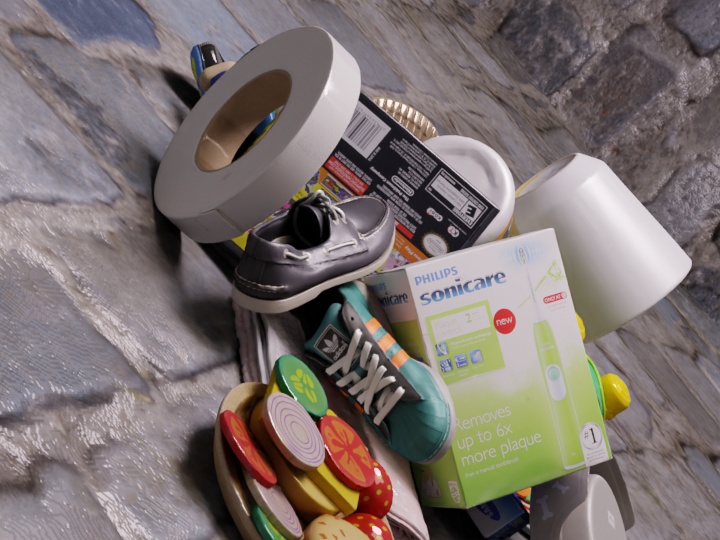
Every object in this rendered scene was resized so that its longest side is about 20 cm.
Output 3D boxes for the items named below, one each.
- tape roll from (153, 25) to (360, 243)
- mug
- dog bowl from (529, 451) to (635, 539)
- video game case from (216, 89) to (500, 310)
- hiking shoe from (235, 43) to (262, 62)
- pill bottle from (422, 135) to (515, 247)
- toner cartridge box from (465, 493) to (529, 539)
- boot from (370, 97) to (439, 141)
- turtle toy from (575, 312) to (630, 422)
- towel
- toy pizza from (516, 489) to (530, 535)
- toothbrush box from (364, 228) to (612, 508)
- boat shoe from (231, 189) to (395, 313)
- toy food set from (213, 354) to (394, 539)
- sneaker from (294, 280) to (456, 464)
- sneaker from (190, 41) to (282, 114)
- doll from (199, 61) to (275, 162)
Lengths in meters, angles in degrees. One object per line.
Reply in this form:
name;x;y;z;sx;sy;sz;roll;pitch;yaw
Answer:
tape roll;-0.085;-0.111;1.573;0.037;0.203;0.203;42;18;-29
mug;0.205;-0.019;1.890;0.153;0.186;0.149;55;11;-8
dog bowl;0.199;0.252;1.687;0.200;0.059;0.201;-11;90;-73
video game case;-0.012;-0.047;1.640;0.200;0.181;0.026;40;-13;-3
hiking shoe;-0.063;-0.180;2.036;0.087;0.074;0.200;57;16;25
pill bottle;0.082;-0.033;1.794;0.117;0.116;0.200;57;-11;20
toner cartridge box;0.076;0.145;1.702;0.200;0.043;0.095;55;3;16
boot;0.025;-0.090;1.924;0.200;0.166;0.072;42;61;-29
turtle toy;0.143;0.101;1.740;0.200;0.146;0.101;55;18;-8
towel;-0.024;0.114;1.549;0.191;0.032;0.200;42;18;-30
toy pizza;0.145;0.179;1.882;0.200;0.032;0.200;47;15;-17
toothbrush box;0.105;0.081;1.597;0.086;0.145;0.201;-15;-91;65
boat shoe;-0.030;-0.029;1.539;0.073;0.063;0.200;22;31;26
toy food set;-0.032;0.158;1.354;0.198;0.049;0.200;48;23;-17
sneaker;-0.001;0.074;1.523;0.080;0.071;0.200;19;25;-45
sneaker;-0.092;-0.157;1.883;0.200;0.083;0.071;43;15;-29
doll;-0.098;-0.118;1.729;0.048;0.137;0.200;-6;33;-21
